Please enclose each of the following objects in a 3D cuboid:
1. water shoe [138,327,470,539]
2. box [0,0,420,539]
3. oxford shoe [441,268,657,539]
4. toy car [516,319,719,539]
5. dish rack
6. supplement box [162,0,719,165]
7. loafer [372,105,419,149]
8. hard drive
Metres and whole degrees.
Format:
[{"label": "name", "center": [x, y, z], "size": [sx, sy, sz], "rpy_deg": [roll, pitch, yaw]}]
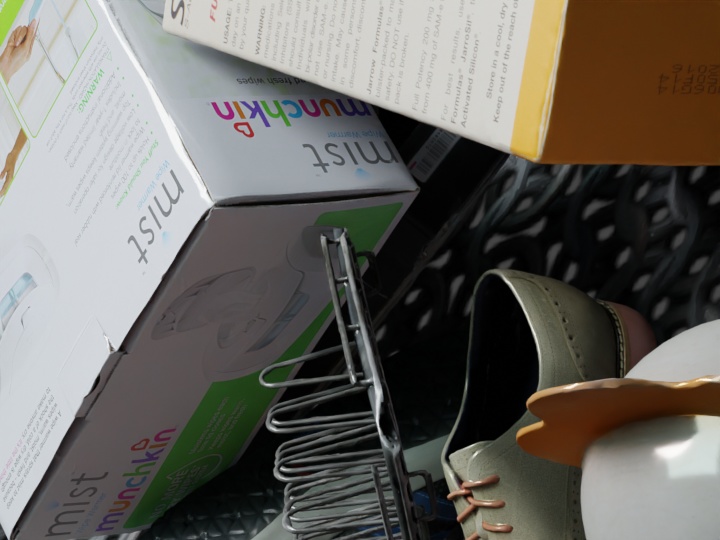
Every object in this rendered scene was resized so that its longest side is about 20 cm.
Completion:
[{"label": "water shoe", "center": [0.005, 0.092, 1.018], "size": [0.200, 0.079, 0.072], "rpy_deg": [-29, 32, -3]}, {"label": "box", "center": [-0.093, -0.028, 0.991], "size": [0.177, 0.097, 0.200], "rpy_deg": [60, 136, 28]}, {"label": "oxford shoe", "center": [0.054, 0.094, 0.914], "size": [0.071, 0.074, 0.200], "rpy_deg": [-27, 49, 43]}, {"label": "toy car", "center": [0.111, 0.075, 0.714], "size": [0.177, 0.200, 0.184], "rpy_deg": [-19, 44, 50]}, {"label": "dish rack", "center": [0.000, 0.093, 0.876], "size": [0.054, 0.200, 0.153], "rpy_deg": [-12, 32, -3]}, {"label": "supplement box", "center": [0.044, -0.091, 0.860], "size": [0.200, 0.126, 0.074], "rpy_deg": [23, 110, 48]}, {"label": "loafer", "center": [-0.015, -0.066, 1.119], "size": [0.063, 0.200, 0.072], "rpy_deg": [-30, 73, 11]}, {"label": "hard drive", "center": [0.000, 0.000, 1.062], "size": [0.200, 0.038, 0.140], "rpy_deg": [-51, 1, 42]}]
